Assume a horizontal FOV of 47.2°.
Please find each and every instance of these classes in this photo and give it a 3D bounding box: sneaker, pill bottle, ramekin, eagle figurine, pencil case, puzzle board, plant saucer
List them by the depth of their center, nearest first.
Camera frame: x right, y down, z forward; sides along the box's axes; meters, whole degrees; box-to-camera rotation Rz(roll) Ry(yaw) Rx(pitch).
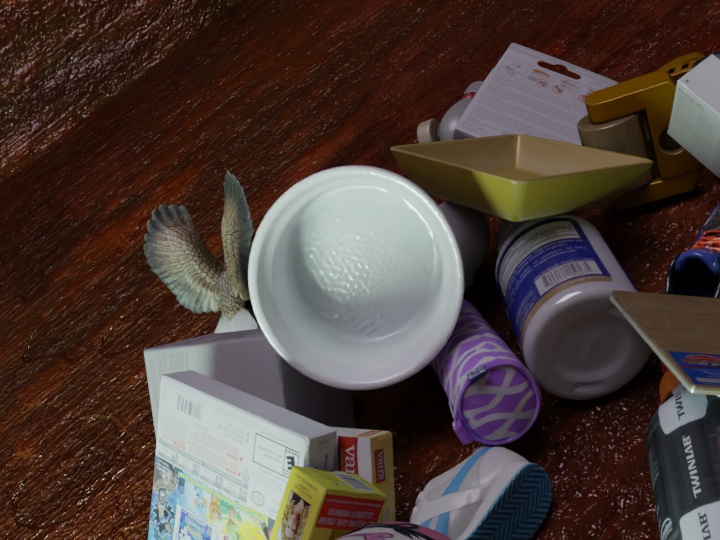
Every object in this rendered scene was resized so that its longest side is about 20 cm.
[{"bbox_3d":[0.257,0.154,0.572,0.104,0.107,0.202,-18,35,23],"label":"pill bottle"},{"bbox_3d":[0.306,0.060,0.621,0.195,0.018,0.151,4,23,-7],"label":"puzzle board"},{"bbox_3d":[0.069,0.229,0.685,0.199,0.078,0.080,-38,23,-19],"label":"sneaker"},{"bbox_3d":[0.319,0.003,0.744,0.074,0.079,0.202,1,46,41],"label":"sneaker"},{"bbox_3d":[0.000,0.000,0.780,0.197,0.204,0.098,-26,8,11],"label":"ramekin"},{"bbox_3d":[0.104,0.093,0.787,0.085,0.084,0.200,-41,16,5],"label":"pencil case"},{"bbox_3d":[0.195,0.016,0.799,0.118,0.121,0.201,-26,29,11],"label":"pill bottle"},{"bbox_3d":[0.160,-0.097,0.845,0.196,0.050,0.199,-10,21,-33],"label":"plant saucer"},{"bbox_3d":[-0.182,-0.007,1.097,0.152,0.202,0.150,-44,34,-18],"label":"eagle figurine"}]

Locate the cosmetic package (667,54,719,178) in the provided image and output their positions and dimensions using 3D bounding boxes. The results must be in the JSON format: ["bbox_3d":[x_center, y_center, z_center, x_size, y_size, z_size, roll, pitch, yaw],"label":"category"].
[{"bbox_3d":[0.373,-0.102,0.751,0.050,0.083,0.201,-35,61,-4],"label":"cosmetic package"}]

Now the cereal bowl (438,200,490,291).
[{"bbox_3d":[0.067,0.005,0.919,0.198,0.084,0.200,-33,-8,-6],"label":"cereal bowl"}]

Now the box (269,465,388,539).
[{"bbox_3d":[-0.046,0.262,0.650,0.050,0.074,0.205,17,88,50],"label":"box"}]

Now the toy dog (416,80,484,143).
[{"bbox_3d":[0.161,-0.198,1.172,0.130,0.098,0.199,2,31,47],"label":"toy dog"}]

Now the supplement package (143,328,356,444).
[{"bbox_3d":[-0.121,0.129,0.898,0.196,0.125,0.119,-8,0,35],"label":"supplement package"}]

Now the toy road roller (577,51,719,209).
[{"bbox_3d":[0.344,-0.169,0.918,0.196,0.125,0.147,-16,23,17],"label":"toy road roller"}]

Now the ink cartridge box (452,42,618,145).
[{"bbox_3d":[0.225,-0.197,1.056,0.157,0.048,0.201,24,54,14],"label":"ink cartridge box"}]

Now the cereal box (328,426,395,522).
[{"bbox_3d":[-0.054,0.216,0.753,0.197,0.148,0.039,-5,-3,39],"label":"cereal box"}]

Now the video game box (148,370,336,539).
[{"bbox_3d":[-0.114,0.207,0.747,0.197,0.187,0.046,14,9,38],"label":"video game box"}]

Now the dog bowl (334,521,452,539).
[{"bbox_3d":[0.030,0.266,0.562,0.197,0.205,0.073,-5,10,38],"label":"dog bowl"}]
